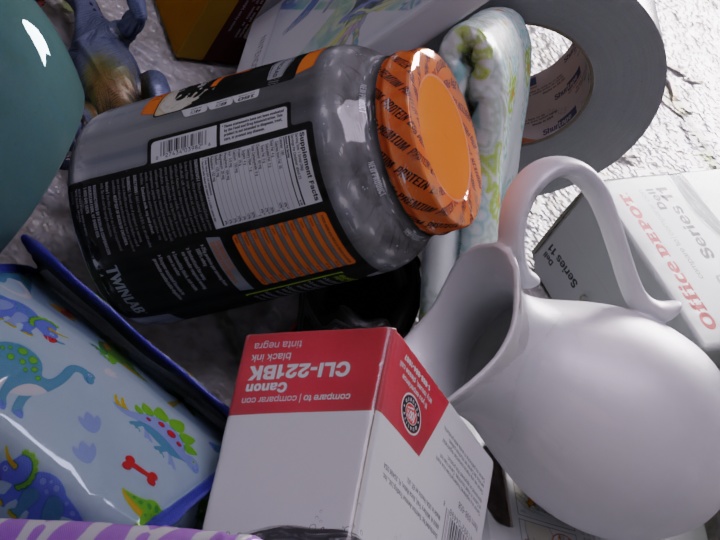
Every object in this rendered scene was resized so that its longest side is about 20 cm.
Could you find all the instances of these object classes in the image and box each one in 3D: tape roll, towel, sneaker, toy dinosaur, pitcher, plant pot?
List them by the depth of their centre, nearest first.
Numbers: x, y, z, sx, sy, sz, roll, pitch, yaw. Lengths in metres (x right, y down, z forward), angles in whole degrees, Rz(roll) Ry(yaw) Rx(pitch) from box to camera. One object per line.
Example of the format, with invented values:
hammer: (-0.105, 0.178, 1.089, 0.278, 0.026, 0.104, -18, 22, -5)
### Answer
plant pot: (-0.239, -0.086, 1.101, 0.161, 0.200, 0.201, 34, 37, -23)
pitcher: (0.126, 0.047, 1.167, 0.200, 0.172, 0.121, 30, 0, -31)
towel: (0.068, -0.049, 1.257, 0.048, 0.201, 0.171, 4, 11, 6)
sneaker: (0.000, 0.000, 1.257, 0.070, 0.098, 0.201, 18, 40, -7)
toy dinosaur: (-0.165, -0.111, 1.295, 0.104, 0.201, 0.182, -19, 30, -6)
tape roll: (0.094, -0.139, 1.387, 0.199, 0.201, 0.066, 19, 41, -20)

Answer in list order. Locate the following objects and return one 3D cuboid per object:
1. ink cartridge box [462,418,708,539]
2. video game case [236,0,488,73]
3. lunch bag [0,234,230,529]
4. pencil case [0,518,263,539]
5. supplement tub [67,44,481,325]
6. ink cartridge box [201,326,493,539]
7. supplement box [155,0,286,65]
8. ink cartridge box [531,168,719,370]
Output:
ink cartridge box: (0.120, 0.150, 1.238, 0.173, 0.044, 0.201, 17, 40, -20)
video game case: (0.003, -0.155, 1.266, 0.022, 0.200, 0.183, 49, 25, -21)
lunch bag: (-0.142, 0.079, 1.067, 0.170, 0.128, 0.200, 40, 23, 9)
pencil case: (-0.126, 0.151, 0.922, 0.199, 0.086, 0.084, 0, 45, 25)
supplement tub: (-0.044, -0.048, 1.147, 0.122, 0.199, 0.123, -13, 90, -68)
ink cartridge box: (-0.010, 0.149, 1.021, 0.144, 0.083, 0.201, 54, 40, -50)
supplement box: (-0.013, -0.243, 1.414, 0.199, 0.197, 0.133, 4, 49, -35)
ink cartridge box: (0.234, 0.012, 1.433, 0.199, 0.083, 0.147, -8, 55, -40)
